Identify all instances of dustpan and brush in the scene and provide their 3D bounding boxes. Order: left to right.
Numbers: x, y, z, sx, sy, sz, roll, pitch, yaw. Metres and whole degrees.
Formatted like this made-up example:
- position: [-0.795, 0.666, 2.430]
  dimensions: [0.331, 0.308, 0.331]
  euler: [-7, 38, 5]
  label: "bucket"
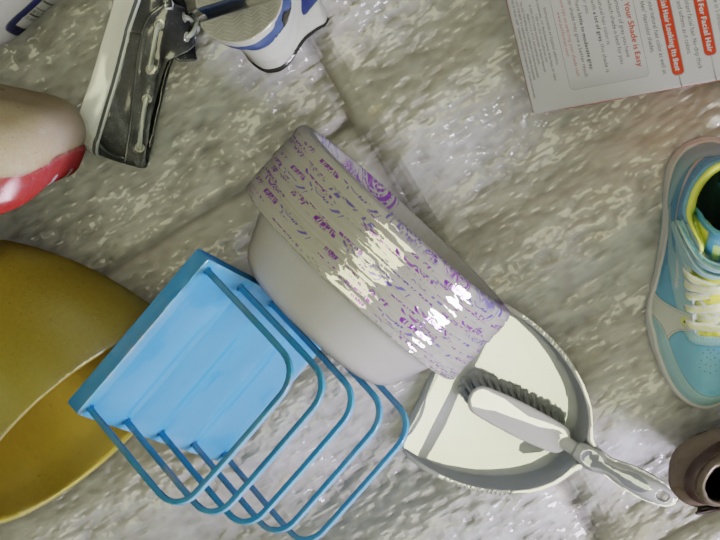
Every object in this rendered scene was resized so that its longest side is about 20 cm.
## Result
- position: [0.143, 0.122, 1.382]
  dimensions: [0.199, 0.057, 0.140]
  euler: [26, 97, -1]
  label: "dustpan and brush"

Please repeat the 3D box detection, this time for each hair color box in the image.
- position: [0.209, -0.186, 1.308]
  dimensions: [0.199, 0.064, 0.112]
  euler: [-8, 109, 21]
  label: "hair color box"

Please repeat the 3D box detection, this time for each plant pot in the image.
- position: [-0.245, 0.063, 1.341]
  dimensions: [0.200, 0.200, 0.142]
  euler: [-45, 73, 6]
  label: "plant pot"

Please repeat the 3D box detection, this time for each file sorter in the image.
- position: [-0.074, 0.098, 1.301]
  dimensions: [0.139, 0.200, 0.123]
  euler: [-49, 60, 6]
  label: "file sorter"

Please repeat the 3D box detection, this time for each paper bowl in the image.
- position: [0.000, 0.000, 1.303]
  dimensions: [0.201, 0.201, 0.104]
  euler: [43, 97, -3]
  label: "paper bowl"

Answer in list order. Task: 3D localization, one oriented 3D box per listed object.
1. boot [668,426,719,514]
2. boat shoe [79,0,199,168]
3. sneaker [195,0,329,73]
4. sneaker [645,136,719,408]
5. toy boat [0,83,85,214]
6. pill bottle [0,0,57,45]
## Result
- position: [0.316, 0.123, 1.333]
  dimensions: [0.199, 0.146, 0.071]
  euler: [-22, 94, 4]
  label: "boot"
- position: [-0.148, -0.172, 1.354]
  dimensions: [0.067, 0.072, 0.201]
  euler: [20, 99, 2]
  label: "boat shoe"
- position: [-0.075, -0.225, 1.342]
  dimensions: [0.080, 0.115, 0.201]
  euler: [-8, 67, 13]
  label: "sneaker"
- position: [0.250, 0.008, 1.330]
  dimensions: [0.079, 0.131, 0.202]
  euler: [-2, 97, 1]
  label: "sneaker"
- position: [-0.268, -0.059, 1.274]
  dimensions: [0.129, 0.200, 0.132]
  euler: [12, 99, 1]
  label: "toy boat"
- position: [-0.262, -0.232, 1.327]
  dimensions: [0.200, 0.120, 0.120]
  euler: [-40, 94, 5]
  label: "pill bottle"
